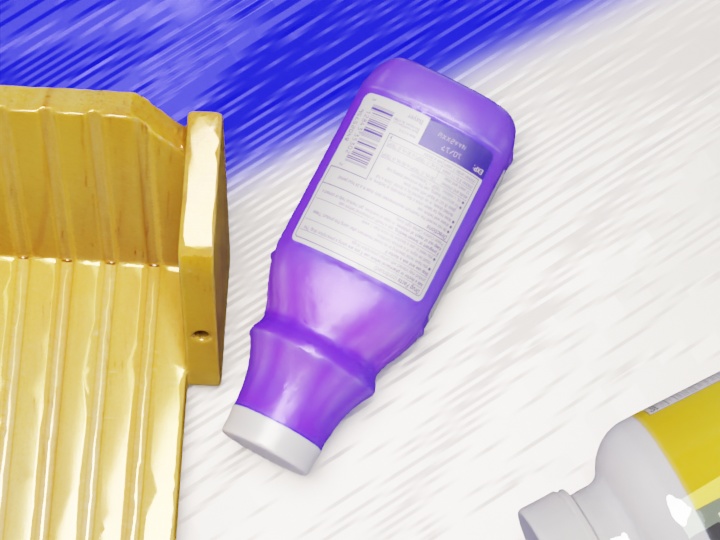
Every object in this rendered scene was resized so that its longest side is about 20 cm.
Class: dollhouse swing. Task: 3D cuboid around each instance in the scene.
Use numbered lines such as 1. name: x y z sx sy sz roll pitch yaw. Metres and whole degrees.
1. dollhouse swing: -0.168 0.037 1.202 0.199 0.182 0.176 4 59 1

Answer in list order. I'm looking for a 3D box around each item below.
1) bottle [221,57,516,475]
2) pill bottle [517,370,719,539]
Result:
1. bottle: 0.000 0.000 1.251 0.083 0.065 0.200 26 80 6
2. pill bottle: 0.179 0.103 1.204 0.200 0.112 0.112 -27 79 -4
